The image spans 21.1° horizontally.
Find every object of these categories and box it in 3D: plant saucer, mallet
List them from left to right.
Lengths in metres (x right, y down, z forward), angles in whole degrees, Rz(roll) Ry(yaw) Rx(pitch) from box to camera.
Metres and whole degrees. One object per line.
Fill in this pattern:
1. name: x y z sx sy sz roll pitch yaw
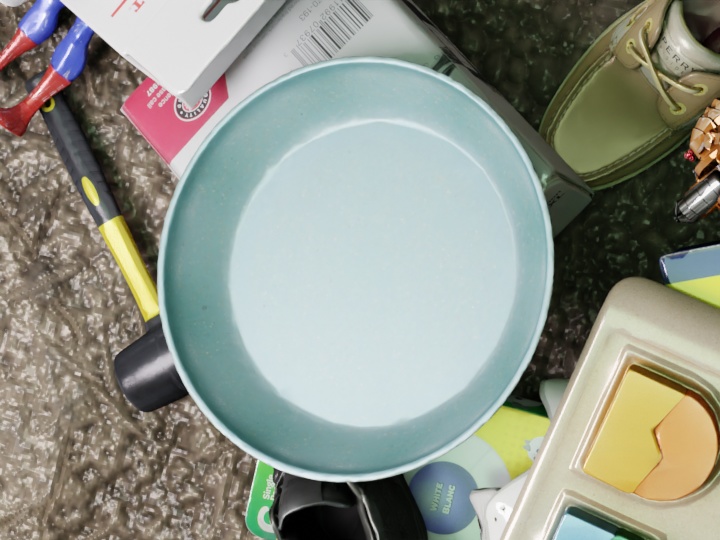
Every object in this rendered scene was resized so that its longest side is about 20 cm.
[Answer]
1. mallet: -0.143 -0.015 1.073 0.066 0.041 0.200 -37 79 15
2. plant saucer: 0.000 0.000 0.916 0.199 0.036 0.201 -3 83 21

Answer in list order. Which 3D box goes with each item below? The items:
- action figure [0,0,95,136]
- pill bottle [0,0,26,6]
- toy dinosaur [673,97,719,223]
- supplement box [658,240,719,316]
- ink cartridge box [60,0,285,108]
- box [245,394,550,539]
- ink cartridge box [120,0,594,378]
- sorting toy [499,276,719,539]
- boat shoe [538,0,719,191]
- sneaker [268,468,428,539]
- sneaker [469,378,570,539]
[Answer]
1. action figure: -0.137 -0.163 1.049 0.200 0.052 0.065 -44 63 4
2. pill bottle: -0.100 -0.209 0.874 0.200 0.113 0.113 -31 85 11
3. toy dinosaur: 0.203 -0.061 0.897 0.136 0.200 0.102 -37 100 11
4. supplement box: 0.221 0.079 0.948 0.109 0.109 0.201 -10 90 14
5. ink cartridge box: -0.097 -0.164 0.961 0.116 0.067 0.200 -49 57 1
6. box: 0.038 0.115 1.026 0.199 0.048 0.118 14 95 14
7. ink cartridge box: -0.002 -0.060 0.990 0.145 0.083 0.200 -45 70 11
8. sorting toy: 0.163 0.127 0.884 0.185 0.036 0.200 24 96 9
9. boat shoe: 0.166 -0.116 0.974 0.200 0.066 0.074 -44 84 13
10. sneaker: -0.016 0.103 0.961 0.060 0.104 0.200 -31 85 13
11. sneaker: 0.089 0.148 0.959 0.088 0.074 0.200 20 87 13
